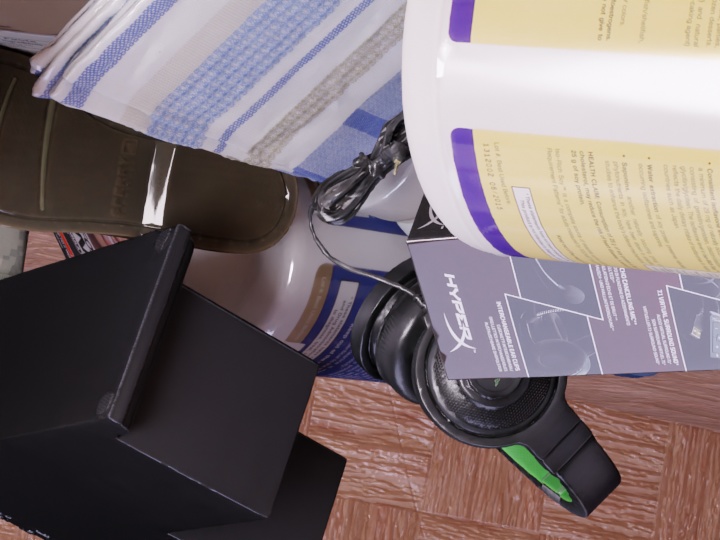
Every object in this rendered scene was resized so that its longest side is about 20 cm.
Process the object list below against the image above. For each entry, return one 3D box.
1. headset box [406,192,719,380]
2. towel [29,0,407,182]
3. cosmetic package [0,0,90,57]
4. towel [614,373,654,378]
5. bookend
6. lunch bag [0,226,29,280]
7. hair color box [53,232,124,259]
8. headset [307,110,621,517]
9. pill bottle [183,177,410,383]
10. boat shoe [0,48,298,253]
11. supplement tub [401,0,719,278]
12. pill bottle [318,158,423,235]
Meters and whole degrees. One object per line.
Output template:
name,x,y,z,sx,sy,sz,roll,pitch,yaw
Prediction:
headset box,0.135,-0.034,0.942,0.200,0.149,0.077,-3,128,19
towel,-0.023,-0.099,0.968,0.147,0.024,0.200,-42,150,21
cosmetic package,-0.097,-0.115,1.064,0.103,0.073,0.200,8,173,16
towel,0.170,-0.020,1.088,0.112,0.049,0.200,18,130,-41
bookend,-0.075,0.079,1.095,0.199,0.092,0.200,31,154,-28
lunch bag,-0.251,-0.087,1.129,0.200,0.164,0.118,12,178,-32
hair color box,-0.128,-0.039,1.413,0.061,0.102,0.200,-35,-157,-22
headset,0.051,0.024,1.058,0.200,0.094,0.123,47,174,-27
pill bottle,0.000,0.000,1.205,0.111,0.111,0.200,4,177,44
boat shoe,-0.129,-0.049,1.051,0.200,0.072,0.068,20,179,-24
supplement tub,0.130,-0.068,0.802,0.200,0.146,0.145,7,173,27
pill bottle,0.082,-0.055,1.143,0.200,0.114,0.114,15,172,-36
